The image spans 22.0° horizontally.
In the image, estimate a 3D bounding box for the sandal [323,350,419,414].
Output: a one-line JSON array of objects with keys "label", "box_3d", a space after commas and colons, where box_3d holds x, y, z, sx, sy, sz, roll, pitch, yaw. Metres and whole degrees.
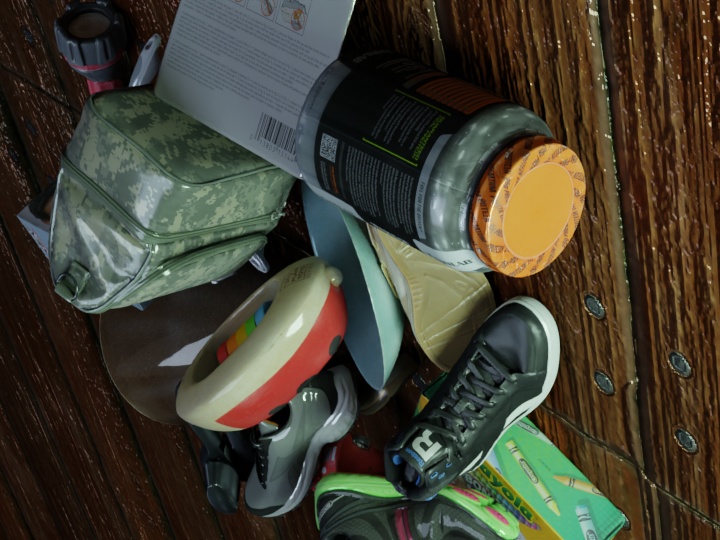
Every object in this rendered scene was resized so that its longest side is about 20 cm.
[{"label": "sandal", "box_3d": [-0.013, 0.106, 1.733, 0.054, 0.080, 0.200, 44, 151, -9]}]

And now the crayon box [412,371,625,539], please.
[{"label": "crayon box", "box_3d": [0.130, 0.184, 1.606, 0.200, 0.058, 0.119, 45, 155, 17]}]

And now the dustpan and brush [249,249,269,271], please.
[{"label": "dustpan and brush", "box_3d": [-0.132, -0.087, 1.691, 0.200, 0.057, 0.140, 49, 156, 10]}]

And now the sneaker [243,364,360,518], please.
[{"label": "sneaker", "box_3d": [-0.072, 0.154, 1.699, 0.201, 0.079, 0.074, 120, 147, -41]}]

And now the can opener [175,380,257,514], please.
[{"label": "can opener", "box_3d": [-0.128, 0.153, 1.732, 0.201, 0.063, 0.079, 80, 176, -55]}]

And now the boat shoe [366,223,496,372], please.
[{"label": "boat shoe", "box_3d": [0.055, -0.006, 1.486, 0.069, 0.073, 0.201, -120, 6, -52]}]

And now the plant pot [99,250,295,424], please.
[{"label": "plant pot", "box_3d": [-0.117, 0.051, 1.760, 0.199, 0.187, 0.188, -6, 119, 49]}]

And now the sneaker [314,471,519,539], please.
[{"label": "sneaker", "box_3d": [0.048, 0.221, 1.577, 0.198, 0.085, 0.076, 2, 170, 36]}]

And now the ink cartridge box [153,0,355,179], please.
[{"label": "ink cartridge box", "box_3d": [-0.068, -0.185, 1.434, 0.199, 0.044, 0.178, 31, 109, 41]}]

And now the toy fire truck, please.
[{"label": "toy fire truck", "box_3d": [0.004, 0.219, 1.811, 0.199, 0.049, 0.140, 30, 151, -35]}]

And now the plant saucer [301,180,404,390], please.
[{"label": "plant saucer", "box_3d": [0.000, 0.000, 1.570, 0.201, 0.038, 0.203, 161, 90, -78]}]

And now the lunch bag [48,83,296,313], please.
[{"label": "lunch bag", "box_3d": [-0.161, -0.054, 1.554, 0.139, 0.199, 0.169, 41, 119, 20]}]

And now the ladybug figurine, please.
[{"label": "ladybug figurine", "box_3d": [-0.077, 0.069, 1.582, 0.072, 0.136, 0.200, 39, 120, -16]}]

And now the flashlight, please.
[{"label": "flashlight", "box_3d": [-0.250, -0.171, 1.804, 0.068, 0.067, 0.201, 43, 153, 32]}]

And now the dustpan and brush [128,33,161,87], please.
[{"label": "dustpan and brush", "box_3d": [-0.211, -0.117, 1.667, 0.057, 0.201, 0.140, 21, -164, -36]}]

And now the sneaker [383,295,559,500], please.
[{"label": "sneaker", "box_3d": [0.083, 0.115, 1.469, 0.073, 0.112, 0.201, 40, 132, 17]}]

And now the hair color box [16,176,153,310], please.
[{"label": "hair color box", "box_3d": [-0.238, -0.041, 1.779, 0.199, 0.099, 0.061, 23, 153, 50]}]

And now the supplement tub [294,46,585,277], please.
[{"label": "supplement tub", "box_3d": [0.056, -0.075, 1.309, 0.199, 0.122, 0.123, 30, 148, 43]}]
